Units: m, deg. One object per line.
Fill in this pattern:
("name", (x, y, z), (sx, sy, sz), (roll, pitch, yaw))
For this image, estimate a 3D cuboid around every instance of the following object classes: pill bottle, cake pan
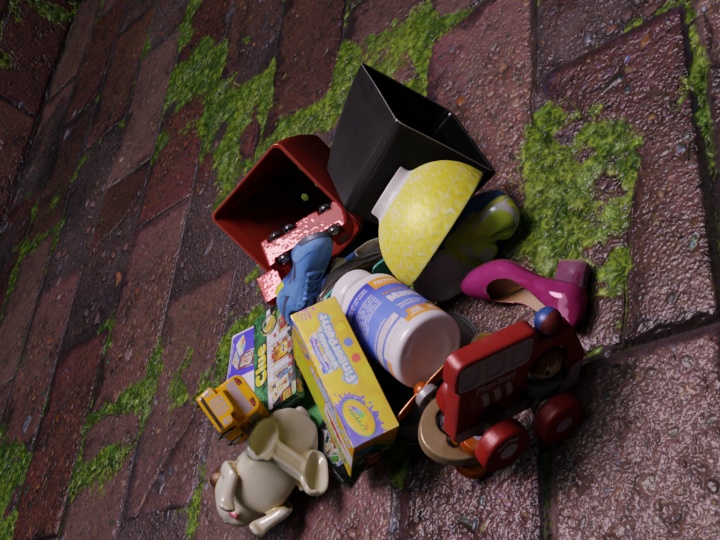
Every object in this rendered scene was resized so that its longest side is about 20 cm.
("pill bottle", (0.041, 0.072, 1.285), (0.113, 0.112, 0.199), (-57, 40, 2))
("cake pan", (0.089, 0.147, 1.313), (0.199, 0.036, 0.203), (-30, 45, 35))

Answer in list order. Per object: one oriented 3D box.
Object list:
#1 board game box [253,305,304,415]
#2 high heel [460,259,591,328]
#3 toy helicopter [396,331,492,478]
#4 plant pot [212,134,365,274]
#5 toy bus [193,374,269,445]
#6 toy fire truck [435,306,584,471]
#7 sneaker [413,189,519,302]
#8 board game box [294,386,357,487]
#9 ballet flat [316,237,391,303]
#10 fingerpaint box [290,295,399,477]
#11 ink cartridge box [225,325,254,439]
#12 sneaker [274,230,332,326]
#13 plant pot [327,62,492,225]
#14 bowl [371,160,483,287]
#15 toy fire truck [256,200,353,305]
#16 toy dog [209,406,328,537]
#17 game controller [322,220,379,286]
("board game box", (-0.138, 0.144, 1.518), (0.104, 0.023, 0.202), (-39, 40, 32))
("high heel", (0.208, 0.038, 1.214), (0.198, 0.067, 0.097), (-11, 47, 43))
("toy helicopter", (0.131, 0.161, 1.197), (0.130, 0.079, 0.201), (19, 55, 14))
("plant pot", (-0.100, -0.119, 1.581), (0.200, 0.200, 0.177), (-42, 9, 33))
("toy bus", (-0.186, 0.207, 1.354), (0.078, 0.200, 0.065), (-36, 78, -10))
("toy fire truck", (0.182, 0.124, 1.065), (0.198, 0.170, 0.112), (-21, 48, -20))
("sneaker", (0.156, -0.041, 1.352), (0.200, 0.076, 0.106), (-42, 20, 23))
("board game box", (-0.039, 0.236, 1.418), (0.106, 0.023, 0.200), (-59, 36, 6))
("ballet flat", (0.000, 0.000, 1.421), (0.198, 0.069, 0.068), (-31, 46, -24))
("fingerpaint box", (-0.023, 0.163, 1.269), (0.072, 0.167, 0.202), (-23, 67, -12))
("ink cartridge box", (-0.161, 0.176, 1.590), (0.199, 0.043, 0.201), (-28, 46, 39))
("sneaker", (-0.079, 0.019, 1.413), (0.079, 0.065, 0.201), (68, 149, 28))
("plant pot", (0.056, -0.178, 1.464), (0.178, 0.198, 0.201), (-53, 35, 23))
("bowl", (0.081, -0.087, 1.326), (0.202, 0.107, 0.200), (-56, 0, 0))
("toy fire truck", (-0.090, -0.026, 1.468), (0.198, 0.141, 0.049), (-29, 66, 8))
("toy dog", (-0.157, 0.308, 1.400), (0.200, 0.138, 0.195), (-49, 22, 30))
("game controller", (-0.025, -0.002, 1.504), (0.201, 0.042, 0.104), (-53, 14, -7))
